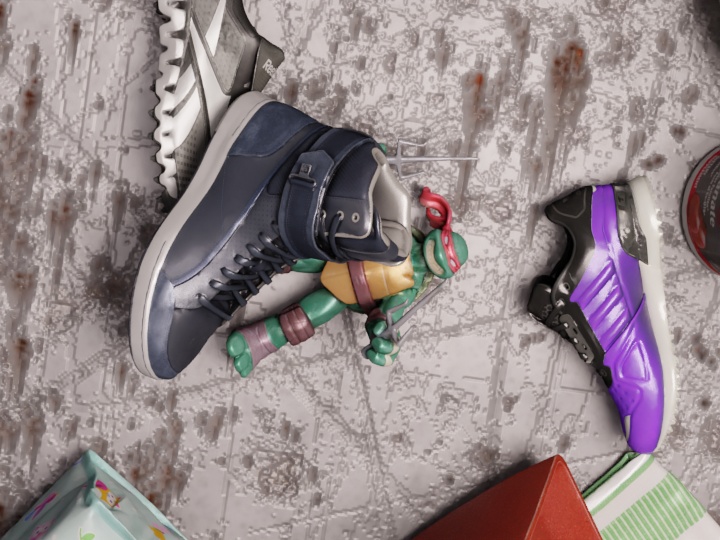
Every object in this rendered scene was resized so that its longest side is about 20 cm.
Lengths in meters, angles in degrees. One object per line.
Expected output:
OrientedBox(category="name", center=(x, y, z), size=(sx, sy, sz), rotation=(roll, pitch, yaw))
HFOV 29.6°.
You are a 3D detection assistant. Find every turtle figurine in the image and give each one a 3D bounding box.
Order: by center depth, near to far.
OrientedBox(category="turtle figurine", center=(0.000, 0.000, 0.937), size=(0.200, 0.101, 0.150), rotation=(-16, 72, 10))

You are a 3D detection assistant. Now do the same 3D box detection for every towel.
OrientedBox(category="towel", center=(0.222, 0.250, 1.038), size=(0.153, 0.023, 0.200), rotation=(-41, 100, -1))

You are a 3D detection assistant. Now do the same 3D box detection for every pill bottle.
OrientedBox(category="pill bottle", center=(0.301, -0.034, 0.918), size=(0.111, 0.200, 0.111), rotation=(-1, 97, -7))

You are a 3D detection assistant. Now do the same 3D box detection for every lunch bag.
OrientedBox(category="lunch bag", center=(-0.173, 0.257, 0.945), size=(0.170, 0.122, 0.200), rotation=(-44, 108, -2))

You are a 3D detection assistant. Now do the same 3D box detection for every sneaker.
OrientedBox(category="sneaker", center=(-0.054, -0.005, 0.868), size=(0.146, 0.077, 0.202), rotation=(22, 84, 27))
OrientedBox(category="sneaker", center=(-0.097, -0.127, 0.927), size=(0.090, 0.066, 0.200), rotation=(2, 95, -5))
OrientedBox(category="sneaker", center=(0.171, 0.036, 0.985), size=(0.099, 0.070, 0.200), rotation=(-7, 94, 1))

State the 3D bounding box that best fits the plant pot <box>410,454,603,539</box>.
OrientedBox(category="plant pot", center=(0.082, 0.276, 0.936), size=(0.176, 0.200, 0.200), rotation=(-21, 101, 24))
